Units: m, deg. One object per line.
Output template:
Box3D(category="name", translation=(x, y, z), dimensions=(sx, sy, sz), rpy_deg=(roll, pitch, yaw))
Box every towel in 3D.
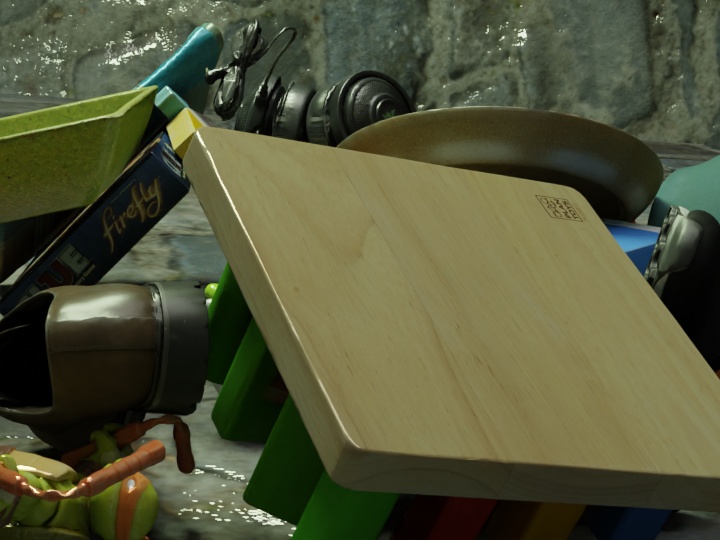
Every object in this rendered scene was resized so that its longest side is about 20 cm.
Box3D(category="towel", translation=(-0.177, -0.079, 1.268), dimensions=(0.200, 0.022, 0.147), rpy_deg=(-42, -7, -22))

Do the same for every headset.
Box3D(category="headset", translation=(-0.031, -0.077, 1.142), dimensions=(0.123, 0.094, 0.200), rpy_deg=(1, -33, 28))

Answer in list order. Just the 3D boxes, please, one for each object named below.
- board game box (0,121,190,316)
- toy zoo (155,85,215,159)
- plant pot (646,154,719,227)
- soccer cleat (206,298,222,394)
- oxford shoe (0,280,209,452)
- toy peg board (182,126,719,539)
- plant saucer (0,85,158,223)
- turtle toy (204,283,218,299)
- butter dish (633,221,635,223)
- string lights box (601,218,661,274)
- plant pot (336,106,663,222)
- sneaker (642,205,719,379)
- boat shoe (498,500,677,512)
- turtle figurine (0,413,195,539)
Box3D(category="board game box", translation=(-0.164, -0.029, 1.196), dimensions=(0.035, 0.135, 0.200), rpy_deg=(45, 4, -9))
Box3D(category="toy zoo", translation=(-0.067, -0.042, 1.228), dimensions=(0.200, 0.020, 0.131), rpy_deg=(47, 5, -9))
Box3D(category="plant pot", translation=(0.279, -0.008, 1.097), dimensions=(0.187, 0.202, 0.199), rpy_deg=(-6, 1, 37))
Box3D(category="soccer cleat", translation=(0.000, 0.000, 0.967), dimensions=(0.200, 0.087, 0.070), rpy_deg=(-34, 8, -27))
Box3D(category="oxford shoe", translation=(-0.130, 0.040, 0.808), dimensions=(0.084, 0.073, 0.200), rpy_deg=(1, -15, -19))
Box3D(category="toy peg board", translation=(0.031, 0.048, 0.757), dimensions=(0.198, 0.098, 0.200), rpy_deg=(8, 34, -30))
Box3D(category="plant saucer", translation=(-0.216, -0.055, 1.055), dimensions=(0.198, 0.048, 0.200), rpy_deg=(-12, 9, 2))
Box3D(category="turtle toy", translation=(0.007, 0.013, 1.076), dimensions=(0.199, 0.102, 0.146), rpy_deg=(4, 9, -18))
Box3D(category="butter dish", translation=(0.107, -0.036, 1.280), dimensions=(0.198, 0.149, 0.200), rpy_deg=(3, 9, -12))
Box3D(category="string lights box", translation=(0.115, 0.034, 1.000), dimensions=(0.059, 0.104, 0.200), rpy_deg=(11, 11, 27))
Box3D(category="plant pot", translation=(0.080, -0.046, 1.098), dimensions=(0.198, 0.028, 0.200), rpy_deg=(2, -19, 1))
Box3D(category="sneaker", translation=(0.179, 0.038, 0.881), dimensions=(0.089, 0.070, 0.200), rpy_deg=(16, -26, 17))
Box3D(category="boat shoe", translation=(0.058, 0.080, 0.843), dimensions=(0.200, 0.074, 0.063), rpy_deg=(15, 48, 0))
Box3D(category="turtle figurine", translation=(-0.141, 0.084, 0.701), dimensions=(0.160, 0.065, 0.200), rpy_deg=(5, 0, 7))
